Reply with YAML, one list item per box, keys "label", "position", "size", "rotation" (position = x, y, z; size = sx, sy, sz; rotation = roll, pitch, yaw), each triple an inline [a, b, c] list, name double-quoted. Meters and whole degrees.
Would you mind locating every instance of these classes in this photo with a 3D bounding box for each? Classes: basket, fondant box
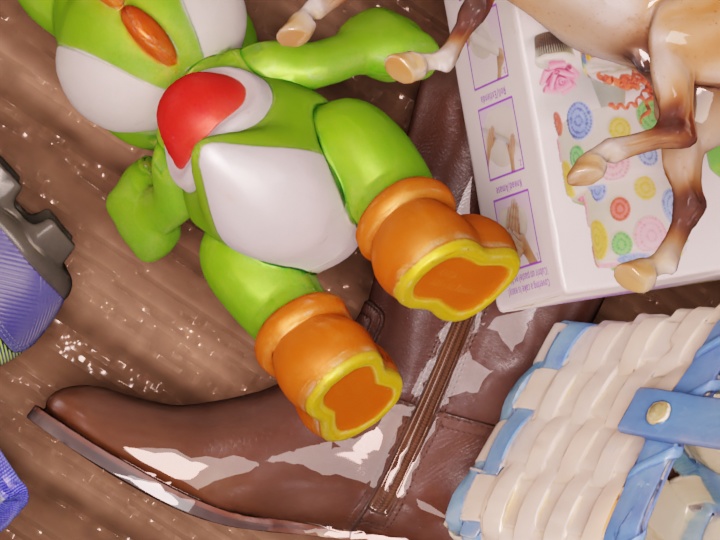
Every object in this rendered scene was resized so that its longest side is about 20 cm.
- label: "basket"
  position: [0.141, 0.091, 0.917]
  size: [0.139, 0.199, 0.176]
  rotation: [-56, 133, -19]
- label: "fondant box"
  position: [0.103, -0.095, 0.961]
  size: [0.144, 0.058, 0.201]
  rotation: [-8, 85, -24]

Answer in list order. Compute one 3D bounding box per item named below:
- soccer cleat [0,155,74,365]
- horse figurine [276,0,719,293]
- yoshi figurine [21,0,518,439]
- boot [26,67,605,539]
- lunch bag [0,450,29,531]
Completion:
- label: "soccer cleat"
  position: [-0.186, -0.042, 0.960]
  size: [0.200, 0.065, 0.084]
  rotation: [45, 89, -7]
- label: "horse figurine"
  position: [0.072, -0.077, 0.869]
  size: [0.200, 0.050, 0.133]
  rotation: [34, 55, 9]
- label: "yoshi figurine"
  position: [-0.036, -0.043, 0.931]
  size: [0.112, 0.112, 0.200]
  rotation: [-25, 62, -32]
- label: "boot"
  position: [0.000, 0.000, 0.988]
  size: [0.186, 0.064, 0.201]
  rotation: [20, 89, -11]
- label: "lunch bag"
  position: [-0.233, 0.039, 0.909]
  size: [0.170, 0.124, 0.201]
  rotation: [-28, 100, 20]
